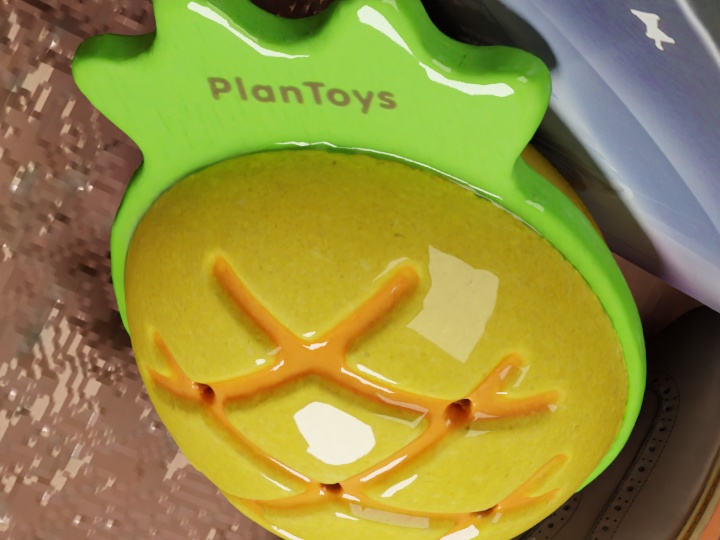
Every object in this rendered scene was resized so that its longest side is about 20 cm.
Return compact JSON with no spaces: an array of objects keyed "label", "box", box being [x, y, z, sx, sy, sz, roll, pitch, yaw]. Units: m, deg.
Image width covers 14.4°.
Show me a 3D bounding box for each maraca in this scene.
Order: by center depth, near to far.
[{"label":"maraca","box":[0.000,0.000,0.703,0.137,0.107,0.200,1,140,15]}]

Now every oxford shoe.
[{"label":"oxford shoe","box":[0.042,0.075,0.799,0.073,0.071,0.200,45,72,-13]}]

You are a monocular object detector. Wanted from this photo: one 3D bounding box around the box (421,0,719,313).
[{"label":"box","box":[0.081,-0.089,0.674,0.123,0.200,0.198,-44,124,-8]}]
